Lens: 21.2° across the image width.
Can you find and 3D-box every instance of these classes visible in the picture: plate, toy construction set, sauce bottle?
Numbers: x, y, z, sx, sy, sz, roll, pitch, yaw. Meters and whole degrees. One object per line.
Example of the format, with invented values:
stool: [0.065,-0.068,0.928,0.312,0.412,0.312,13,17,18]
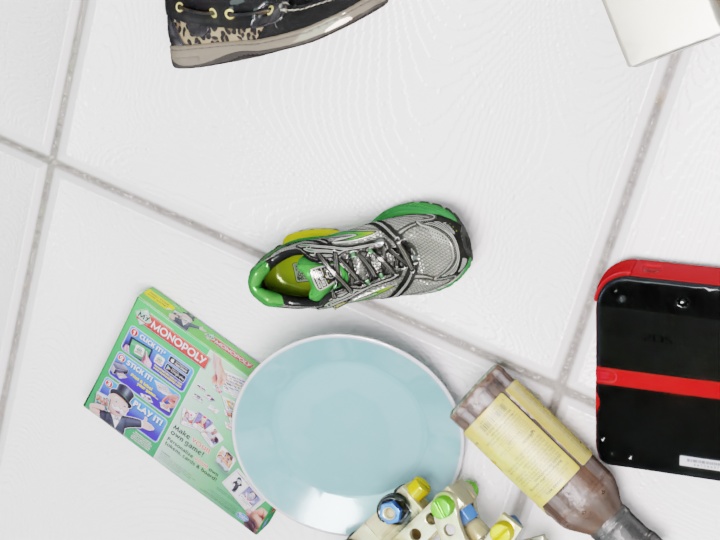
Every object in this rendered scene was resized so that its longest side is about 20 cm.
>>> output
plate: [-0.010,0.138,1.639,0.200,0.026,0.201,3,117,6]
toy construction set: [0.050,0.252,1.610,0.200,0.092,0.131,-44,80,6]
sauce bottle: [0.161,0.166,1.568,0.200,0.065,0.065,46,120,6]

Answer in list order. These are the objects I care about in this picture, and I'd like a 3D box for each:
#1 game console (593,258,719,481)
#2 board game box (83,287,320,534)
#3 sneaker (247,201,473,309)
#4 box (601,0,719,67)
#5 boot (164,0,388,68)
game console: [0.280,0.083,1.509,0.200,0.031,0.177,7,116,24]
board game box: [-0.139,0.125,1.715,0.200,0.029,0.135,36,118,10]
sneaker: [0.000,0.000,1.574,0.200,0.085,0.078,-14,101,28]
box: [0.202,-0.257,1.386,0.078,0.095,0.200,-19,101,29]
boot: [-0.085,-0.250,1.537,0.200,0.073,0.151,-9,104,33]
